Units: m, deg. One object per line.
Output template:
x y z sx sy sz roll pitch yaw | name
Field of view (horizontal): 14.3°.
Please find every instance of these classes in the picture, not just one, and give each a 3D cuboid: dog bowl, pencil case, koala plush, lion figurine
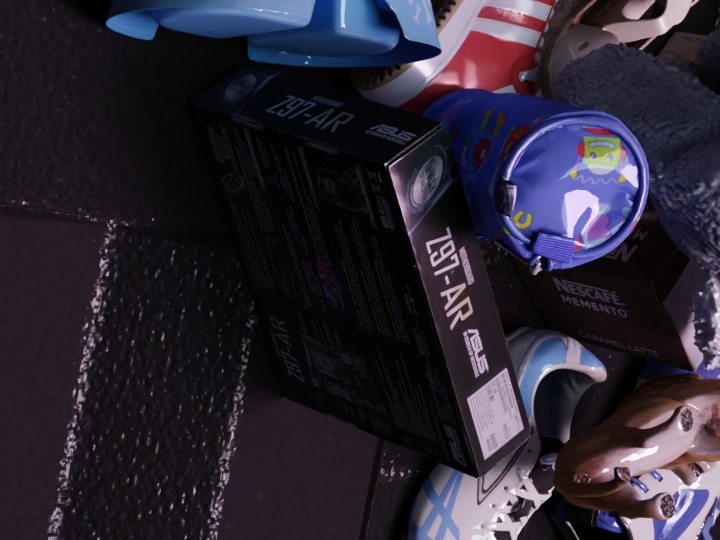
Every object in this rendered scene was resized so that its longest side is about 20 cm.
-0.042 -0.142 1.467 0.200 0.111 0.050 6 83 -49 | dog bowl
0.082 -0.048 1.485 0.078 0.200 0.087 22 91 -16 | pencil case
0.231 -0.036 1.605 0.177 0.184 0.200 -29 137 -4 | koala plush
0.165 0.103 1.677 0.200 0.122 0.073 -9 91 -49 | lion figurine

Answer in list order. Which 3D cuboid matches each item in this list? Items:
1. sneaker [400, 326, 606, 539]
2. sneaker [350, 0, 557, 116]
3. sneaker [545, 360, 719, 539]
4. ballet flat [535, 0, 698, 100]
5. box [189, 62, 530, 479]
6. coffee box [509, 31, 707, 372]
0.084 0.128 1.709 0.072 0.072 0.200 34 76 -49 | sneaker
0.089 -0.134 1.628 0.200 0.071 0.113 -47 119 -19 | sneaker
0.183 0.128 1.813 0.115 0.080 0.200 10 94 -51 | sneaker
0.145 -0.142 1.704 0.200 0.067 0.068 -47 131 -29 | ballet flat
0.000 0.000 1.509 0.044 0.160 0.200 -36 125 -29 | box
0.200 -0.046 1.757 0.200 0.114 0.080 -53 134 -26 | coffee box
